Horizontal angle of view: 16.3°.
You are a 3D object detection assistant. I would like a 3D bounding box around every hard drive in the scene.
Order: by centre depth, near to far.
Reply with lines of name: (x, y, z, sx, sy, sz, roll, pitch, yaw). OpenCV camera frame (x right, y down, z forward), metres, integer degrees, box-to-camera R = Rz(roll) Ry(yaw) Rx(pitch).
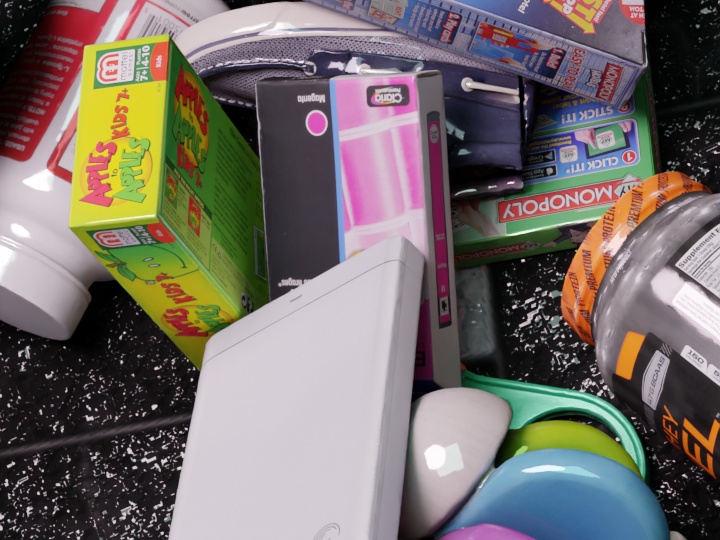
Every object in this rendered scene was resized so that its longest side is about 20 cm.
hard drive: (-0.033, 0.083, 1.187, 0.132, 0.027, 0.200, -29, 34, 29)

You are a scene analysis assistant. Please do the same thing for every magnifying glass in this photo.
magnifying glass: (0.064, 0.073, 1.294, 0.200, 0.022, 0.080, 36, 81, 28)

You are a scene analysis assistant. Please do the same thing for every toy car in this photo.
toy car: (0.067, 0.158, 1.146, 0.175, 0.150, 0.200, 39, 79, -7)

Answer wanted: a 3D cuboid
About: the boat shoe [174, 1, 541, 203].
boat shoe: (-0.001, -0.085, 1.317, 0.199, 0.075, 0.093, -2, 67, 6)

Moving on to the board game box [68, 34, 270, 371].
board game box: (-0.086, -0.025, 1.288, 0.048, 0.200, 0.102, -7, 63, 16)

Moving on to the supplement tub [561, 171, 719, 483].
supplement tub: (0.198, 0.045, 1.199, 0.123, 0.123, 0.200, -46, 59, -6)

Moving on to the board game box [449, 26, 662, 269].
board game box: (0.060, -0.068, 1.359, 0.200, 0.029, 0.135, -10, 63, 15)

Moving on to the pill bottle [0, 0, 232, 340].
pill bottle: (-0.152, -0.068, 1.385, 0.112, 0.112, 0.200, 19, 72, 26)

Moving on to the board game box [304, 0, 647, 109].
board game box: (0.080, -0.184, 1.291, 0.200, 0.062, 0.200, 32, 72, 3)

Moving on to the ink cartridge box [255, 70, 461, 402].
ink cartridge box: (0.000, 0.000, 1.274, 0.095, 0.037, 0.201, -1, 99, 29)
